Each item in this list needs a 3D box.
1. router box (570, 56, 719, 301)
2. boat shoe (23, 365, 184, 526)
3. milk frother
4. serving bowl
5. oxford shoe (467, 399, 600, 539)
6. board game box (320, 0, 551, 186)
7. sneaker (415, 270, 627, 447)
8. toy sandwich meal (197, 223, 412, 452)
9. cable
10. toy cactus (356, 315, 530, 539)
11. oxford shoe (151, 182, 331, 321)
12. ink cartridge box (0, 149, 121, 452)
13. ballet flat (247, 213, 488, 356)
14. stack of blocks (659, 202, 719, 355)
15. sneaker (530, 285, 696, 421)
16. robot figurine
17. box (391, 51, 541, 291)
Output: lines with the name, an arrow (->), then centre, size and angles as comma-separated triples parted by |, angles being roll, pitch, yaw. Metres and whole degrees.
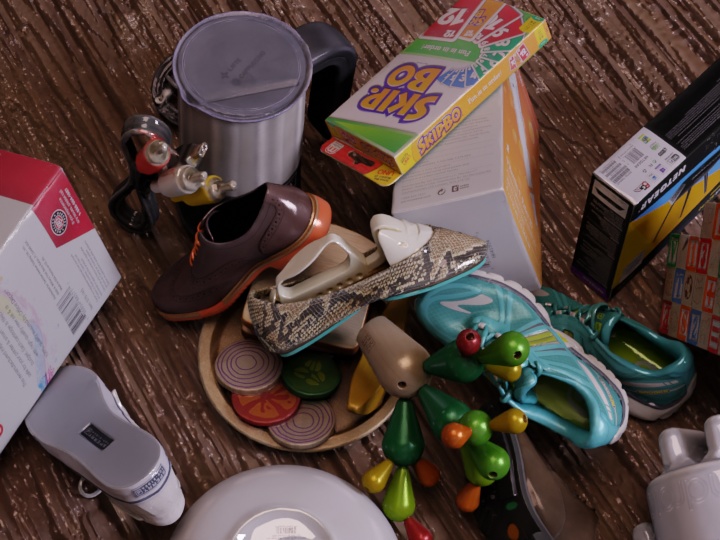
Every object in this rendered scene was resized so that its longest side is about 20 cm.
router box -> 0.271, -0.085, 1.389 | 0.051, 0.150, 0.200 | 39, 65, 21
boat shoe -> -0.197, 0.147, 1.277 | 0.075, 0.086, 0.201 | -42, 39, -19
milk frother -> -0.121, -0.156, 1.395 | 0.199, 0.189, 0.181 | 30, 58, 14
serving bowl -> -0.060, 0.234, 1.229 | 0.198, 0.066, 0.202 | 1, 57, -1
oxford shoe -> 0.142, 0.191, 1.271 | 0.084, 0.073, 0.201 | 4, 49, -31
board game box -> 0.059, -0.154, 1.338 | 0.200, 0.030, 0.095 | -45, 45, -14
sneaker -> 0.128, 0.070, 1.281 | 0.199, 0.078, 0.080 | 35, 22, 12
toy sandwich meal -> -0.043, 0.053, 1.339 | 0.203, 0.070, 0.207 | 1, 58, -1
cable -> -0.182, -0.071, 1.336 | 0.097, 0.200, 0.051 | 32, 60, -21
toy cactus -> 0.049, 0.107, 1.241 | 0.102, 0.201, 0.165 | -15, 52, -41
oxford shoe -> -0.116, -0.021, 1.320 | 0.072, 0.199, 0.072 | 29, 44, -37
ink cartridge box -> -0.321, 0.021, 1.291 | 0.144, 0.146, 0.201 | 15, 57, 26
ballet flat -> 0.000, 0.000, 1.265 | 0.199, 0.076, 0.068 | -24, 22, 8
stack of blocks -> 0.299, 0.006, 1.278 | 0.058, 0.200, 0.116 | 7, 93, -5
sneaker -> 0.191, 0.050, 1.343 | 0.199, 0.080, 0.078 | 24, 59, 14
robot figurine -> 0.283, 0.214, 1.213 | 0.112, 0.169, 0.202 | 9, 64, -48
box -> 0.094, -0.089, 1.368 | 0.097, 0.125, 0.201 | -11, 46, 17
